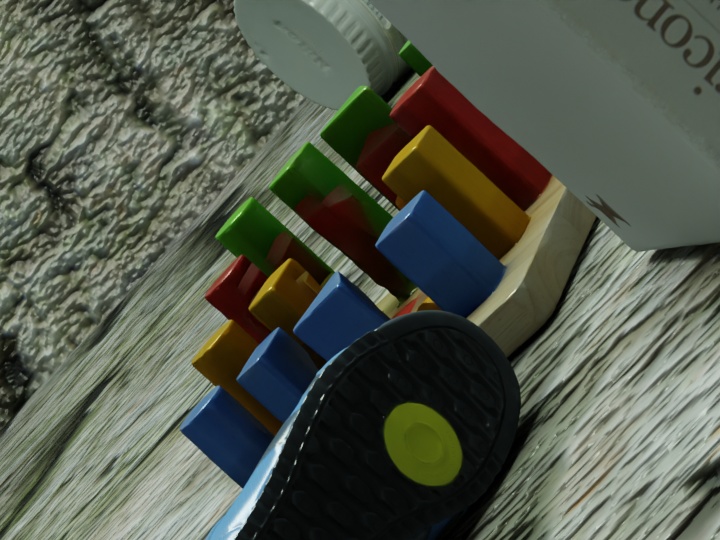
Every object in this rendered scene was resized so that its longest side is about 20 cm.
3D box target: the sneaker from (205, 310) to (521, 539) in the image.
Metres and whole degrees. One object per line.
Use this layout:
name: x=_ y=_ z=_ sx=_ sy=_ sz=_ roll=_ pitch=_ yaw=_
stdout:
sneaker: x=-0.018 y=0.089 z=0.825 sx=0.078 sy=0.066 sz=0.200 roll=-45 pitch=6 yaw=49

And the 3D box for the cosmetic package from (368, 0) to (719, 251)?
cosmetic package: x=0.114 y=-0.134 z=0.829 sx=0.200 sy=0.167 sz=0.166 roll=-49 pitch=7 yaw=-7

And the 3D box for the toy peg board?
toy peg board: x=0.000 y=0.000 z=1.082 sx=0.200 sy=0.098 sz=0.199 roll=-44 pitch=7 yaw=31

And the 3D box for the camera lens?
camera lens: x=0.009 y=-0.253 z=2.190 sx=0.200 sy=0.160 sz=0.160 roll=-51 pitch=7 yaw=-24
